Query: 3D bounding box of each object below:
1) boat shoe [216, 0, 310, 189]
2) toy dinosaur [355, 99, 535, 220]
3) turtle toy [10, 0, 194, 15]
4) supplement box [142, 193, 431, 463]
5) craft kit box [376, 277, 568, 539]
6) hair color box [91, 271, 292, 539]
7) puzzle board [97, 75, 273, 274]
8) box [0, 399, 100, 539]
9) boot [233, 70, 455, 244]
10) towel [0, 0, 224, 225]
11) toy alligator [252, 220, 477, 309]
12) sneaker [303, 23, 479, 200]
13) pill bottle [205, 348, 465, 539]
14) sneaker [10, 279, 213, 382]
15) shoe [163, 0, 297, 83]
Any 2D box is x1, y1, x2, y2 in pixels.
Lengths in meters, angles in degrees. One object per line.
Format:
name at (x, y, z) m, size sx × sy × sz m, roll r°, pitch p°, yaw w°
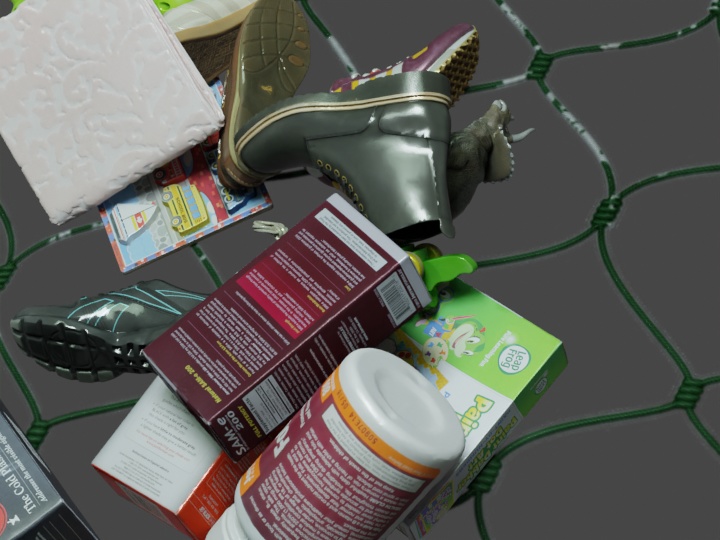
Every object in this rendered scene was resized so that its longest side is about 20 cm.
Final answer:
boat shoe at (-0.096, -0.163, 1.690) m, size 0.067 × 0.072 × 0.201 m, roll -31°, pitch 43°, yaw 48°
toy dinosaur at (0.061, -0.073, 1.601) m, size 0.200 × 0.102 × 0.077 m, roll -47°, pitch 27°, yaw 0°
turtle toy at (-0.244, -0.243, 1.778) m, size 0.199 × 0.101 × 0.146 m, roll -23°, pitch 58°, yaw -1°
supplement box at (-0.057, 0.043, 1.441) m, size 0.200 × 0.061 × 0.109 m, roll -39°, pitch 46°, yaw -10°
craft kit box at (0.033, 0.092, 1.532) m, size 0.197 × 0.049 × 0.200 m, roll 33°, pitch 72°, yaw 27°
hair color box at (-0.112, 0.109, 1.498) m, size 0.101 × 0.061 × 0.200 m, roll 25°, pitch 69°, yaw 33°
puzzle board at (-0.180, -0.104, 1.726) m, size 0.150 × 0.017 × 0.200 m, roll -24°, pitch 55°, yaw -1°
box at (-0.344, 0.199, 1.529) m, size 0.182 × 0.104 × 0.200 m, roll -38°, pitch 57°, yaw -9°
boot at (-0.015, -0.075, 1.539) m, size 0.199 × 0.077 × 0.139 m, roll -15°, pitch 69°, yaw 32°
towel at (-0.244, -0.165, 1.674) m, size 0.200 × 0.032 × 0.192 m, roll -29°, pitch 93°, yaw 25°
toy alligator at (0.000, 0.000, 1.544) m, size 0.199 × 0.059 × 0.055 m, roll 10°, pitch 102°, yaw 20°
sneaker at (0.022, -0.159, 1.671) m, size 0.090 × 0.075 × 0.200 m, roll 34°, pitch 71°, yaw 25°
pill bottle at (-0.023, 0.165, 1.414) m, size 0.200 × 0.114 × 0.114 m, roll -49°, pitch 53°, yaw 22°
sneaker at (-0.203, 0.051, 1.614) m, size 0.199 × 0.076 × 0.079 m, roll 5°, pitch 46°, yaw 11°
shoe at (-0.151, -0.215, 1.742) m, size 0.199 × 0.070 × 0.053 m, roll -27°, pitch 52°, yaw -28°
